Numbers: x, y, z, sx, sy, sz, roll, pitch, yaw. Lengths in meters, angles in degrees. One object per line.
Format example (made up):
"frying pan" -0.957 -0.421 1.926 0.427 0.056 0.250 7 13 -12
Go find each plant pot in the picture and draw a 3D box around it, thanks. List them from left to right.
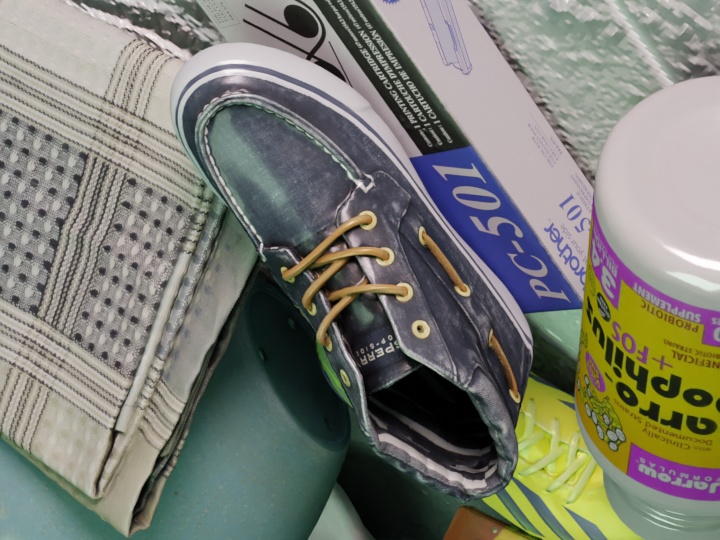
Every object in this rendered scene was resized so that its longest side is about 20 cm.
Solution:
"plant pot" -0.084 0.076 1.126 0.134 0.201 0.201 -29 116 18

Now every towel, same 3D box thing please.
"towel" -0.130 -0.012 1.023 0.199 0.194 0.034 30 -169 32

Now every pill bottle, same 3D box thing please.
"pill bottle" 0.137 0.026 0.912 0.104 0.105 0.201 23 145 19

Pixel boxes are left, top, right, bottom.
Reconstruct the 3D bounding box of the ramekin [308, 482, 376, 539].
"ramekin" -0.061 0.203 1.234 0.199 0.202 0.098 5 152 38

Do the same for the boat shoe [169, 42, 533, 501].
"boat shoe" 0.000 0.000 0.916 0.071 0.091 0.200 -35 115 23

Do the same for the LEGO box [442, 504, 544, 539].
"LEGO box" 0.129 0.201 1.121 0.199 0.078 0.149 23 166 17

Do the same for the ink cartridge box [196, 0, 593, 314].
"ink cartridge box" 0.019 -0.066 0.956 0.094 0.044 0.200 -7 128 49

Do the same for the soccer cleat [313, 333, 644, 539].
"soccer cleat" 0.064 0.069 1.060 0.199 0.065 0.084 28 164 16
